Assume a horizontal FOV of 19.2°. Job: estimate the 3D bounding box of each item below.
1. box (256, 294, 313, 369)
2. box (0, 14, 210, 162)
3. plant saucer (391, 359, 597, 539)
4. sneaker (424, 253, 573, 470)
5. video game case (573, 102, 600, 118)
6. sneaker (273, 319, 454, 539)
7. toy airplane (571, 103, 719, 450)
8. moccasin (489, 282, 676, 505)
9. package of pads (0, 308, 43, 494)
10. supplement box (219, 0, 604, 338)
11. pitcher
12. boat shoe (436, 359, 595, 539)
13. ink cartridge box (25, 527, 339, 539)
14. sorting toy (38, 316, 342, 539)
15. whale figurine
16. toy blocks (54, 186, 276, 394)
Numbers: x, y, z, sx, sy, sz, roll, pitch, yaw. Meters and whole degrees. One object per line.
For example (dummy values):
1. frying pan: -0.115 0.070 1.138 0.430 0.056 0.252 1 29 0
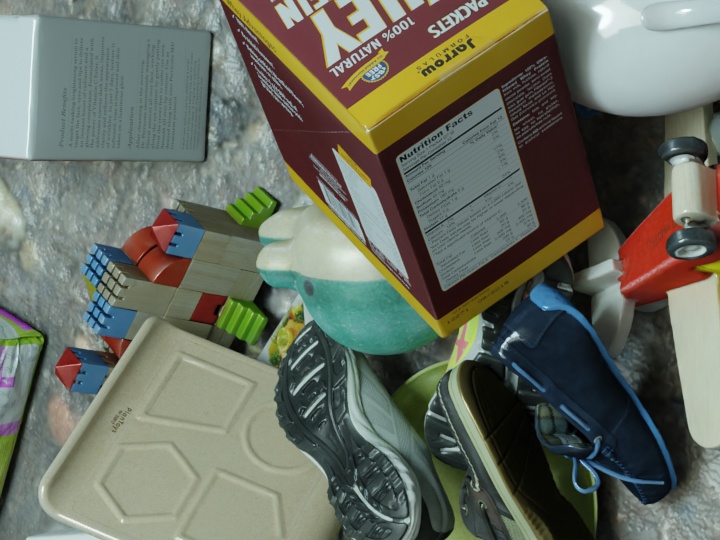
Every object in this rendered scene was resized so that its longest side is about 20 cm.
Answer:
1. box: -0.061 0.085 1.622 0.039 0.041 0.200 45 117 26
2. box: -0.236 -0.141 1.641 0.152 0.200 0.107 7 96 36
3. plant saucer: 0.089 0.162 1.523 0.199 0.031 0.201 1 92 35
4. sneaker: 0.101 0.049 1.459 0.078 0.090 0.201 19 119 -5
5. video game case: 0.197 -0.198 1.369 0.199 0.018 0.143 -25 114 23
6. sneaker: 0.002 0.118 1.497 0.074 0.079 0.201 -45 53 24
7. toy airplane: 0.227 -0.010 1.369 0.199 0.140 0.201 -120 38 -63
8. moccasin: 0.140 0.090 1.396 0.068 0.200 0.080 -40 32 -6
9. package of pads: -0.359 0.115 1.823 0.154 0.068 0.201 29 109 33
10. supplement box: 0.030 -0.109 1.343 0.132 0.200 0.197 -34 49 -11
11. pitcher: 0.209 -0.158 1.281 0.199 0.172 0.122 -6 94 13
12. boat shoe: 0.096 0.155 1.423 0.065 0.073 0.201 -22 104 30
13. ink cartridge box: -0.128 0.258 1.612 0.199 0.147 0.146 -9 87 35
14. sorting toy: -0.103 0.140 1.517 0.199 0.186 0.037 24 143 9
15. whale figurine: 0.000 0.000 1.512 0.200 0.158 0.104 17 115 60
16. toy blocks: -0.156 0.023 1.616 0.100 0.136 0.201 43 112 43
